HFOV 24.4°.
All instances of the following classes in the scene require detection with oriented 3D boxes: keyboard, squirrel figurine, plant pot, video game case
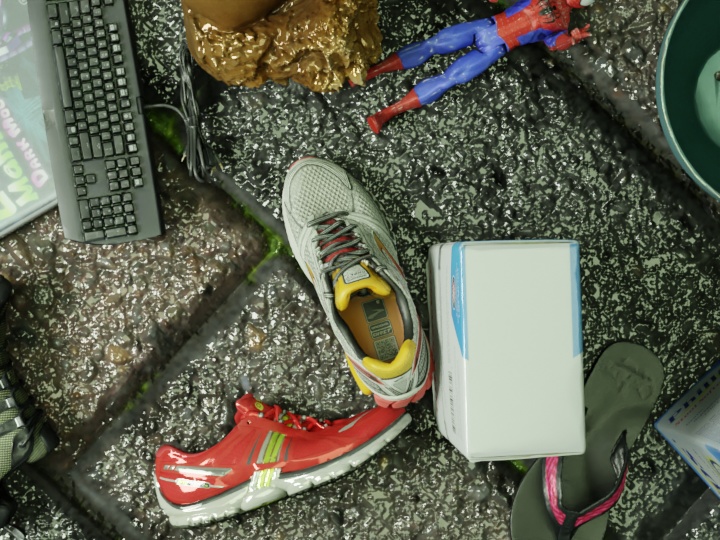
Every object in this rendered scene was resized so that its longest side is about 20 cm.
[{"bbox_3d":[-0.173,-0.122,1.245,0.127,0.021,0.200,-9,87,-14],"label":"keyboard"},{"bbox_3d":[-0.044,-0.231,1.225,0.186,0.142,0.200,-15,104,-12],"label":"squirrel figurine"},{"bbox_3d":[0.305,-0.133,1.218,0.200,0.135,0.201,0,91,-2],"label":"plant pot"},{"bbox_3d":[-0.296,-0.126,1.258,0.182,0.023,0.200,-30,92,-1],"label":"video game case"}]

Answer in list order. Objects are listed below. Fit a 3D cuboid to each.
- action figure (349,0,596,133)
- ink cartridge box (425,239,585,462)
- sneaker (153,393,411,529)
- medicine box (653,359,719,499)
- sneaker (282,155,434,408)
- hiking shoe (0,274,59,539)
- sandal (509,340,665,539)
[{"bbox_3d":[0.092,-0.170,1.234,0.200,0.099,0.065,-26,93,-3],"label":"action figure"},{"bbox_3d":[0.100,0.051,1.183,0.084,0.200,0.145,-3,91,-4],"label":"ink cartridge box"},{"bbox_3d":[-0.061,0.129,1.244,0.200,0.077,0.085,-20,85,-2],"label":"sneaker"},{"bbox_3d":[0.325,0.150,1.190,0.103,0.200,0.182,-42,92,-3],"label":"medicine box"},{"bbox_3d":[0.000,0.000,1.226,0.078,0.082,0.200,-26,73,-2],"label":"sneaker"},{"bbox_3d":[-0.272,0.101,1.245,0.100,0.076,0.200,12,100,-10],"label":"hiking shoe"},{"bbox_3d":[0.172,0.147,1.263,0.075,0.045,0.200,24,90,-2],"label":"sandal"}]
